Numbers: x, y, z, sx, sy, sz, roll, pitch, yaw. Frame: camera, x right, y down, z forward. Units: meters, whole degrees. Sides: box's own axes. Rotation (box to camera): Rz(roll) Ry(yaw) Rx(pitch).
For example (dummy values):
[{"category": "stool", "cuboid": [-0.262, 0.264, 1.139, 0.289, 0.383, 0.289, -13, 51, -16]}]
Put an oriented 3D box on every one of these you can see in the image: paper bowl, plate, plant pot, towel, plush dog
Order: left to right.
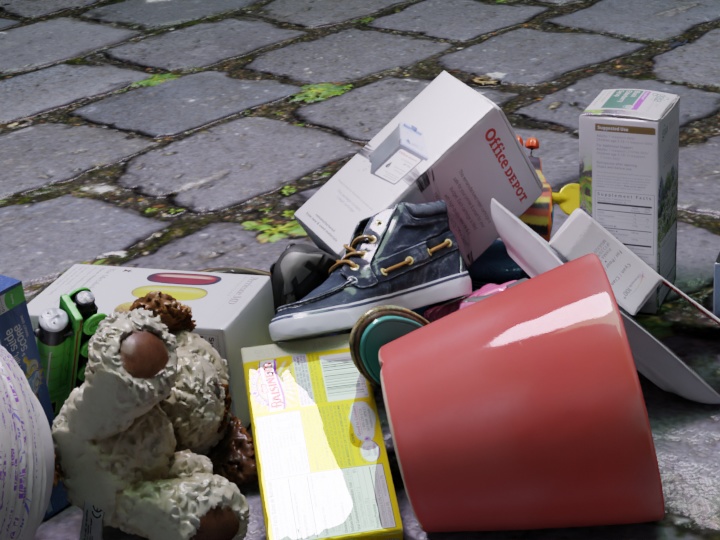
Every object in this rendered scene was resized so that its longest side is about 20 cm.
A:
[{"category": "paper bowl", "cuboid": [-0.301, 0.141, 1.052, 0.200, 0.202, 0.104, 15, 6, 39]}, {"category": "plush dog", "cuboid": [-0.159, 0.115, 1.126, 0.160, 0.201, 0.172, -16, 13, 32]}, {"category": "towel", "cuboid": [0.086, -0.005, 1.479, 0.199, 0.049, 0.112, 9, 18, 26]}, {"category": "plant pot", "cuboid": [0.114, 0.104, 1.075, 0.176, 0.202, 0.201, -14, 23, 6]}, {"category": "plate", "cuboid": [0.204, 0.032, 1.267, 0.032, 0.200, 0.200, -49, 27, 7]}]

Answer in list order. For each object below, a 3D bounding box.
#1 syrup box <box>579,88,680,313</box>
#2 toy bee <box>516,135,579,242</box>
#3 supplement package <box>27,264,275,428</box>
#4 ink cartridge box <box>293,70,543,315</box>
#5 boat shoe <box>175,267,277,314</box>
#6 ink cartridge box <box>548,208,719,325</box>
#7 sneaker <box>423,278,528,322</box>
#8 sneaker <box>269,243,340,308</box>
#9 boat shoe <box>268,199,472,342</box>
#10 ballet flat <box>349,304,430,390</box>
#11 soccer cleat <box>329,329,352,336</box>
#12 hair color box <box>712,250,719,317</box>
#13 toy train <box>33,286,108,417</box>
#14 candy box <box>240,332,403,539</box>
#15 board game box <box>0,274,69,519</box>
[{"category": "syrup box", "cuboid": [0.259, -0.067, 1.402, 0.081, 0.201, 0.079, 6, 26, 24]}, {"category": "toy bee", "cuboid": [0.160, -0.085, 1.505, 0.130, 0.110, 0.200, 3, 7, -24]}, {"category": "supplement package", "cuboid": [-0.184, 0.069, 1.292, 0.199, 0.110, 0.114, 3, 25, 18]}, {"category": "ink cartridge box", "cuboid": [0.058, -0.063, 1.367, 0.200, 0.147, 0.086, -45, 49, -6]}, {"category": "boat shoe", "cuboid": [-0.177, 0.030, 1.431, 0.199, 0.076, 0.074, -8, 20, -8]}, {"category": "ink cartridge box", "cuboid": [0.249, 0.016, 1.277, 0.176, 0.045, 0.200, 40, 7, 7]}, {"category": "sneaker", "cuboid": [0.116, 0.063, 1.297, 0.079, 0.096, 0.200, -24, 2, -9]}, {"category": "sneaker", "cuboid": [-0.056, 0.013, 1.327, 0.075, 0.200, 0.079, -45, 72, -6]}, {"category": "boat shoe", "cuboid": [0.000, 0.000, 1.241, 0.199, 0.091, 0.071, -15, -2, -32]}, {"category": "ballet flat", "cuboid": [0.045, 0.070, 1.187, 0.070, 0.071, 0.200, 21, -7, 45]}, {"category": "soccer cleat", "cuboid": [-0.033, 0.111, 1.252, 0.084, 0.065, 0.201, -36, 18, 30]}, {"category": "hair color box", "cuboid": [0.413, -0.017, 1.432, 0.098, 0.061, 0.200, 5, 25, 22]}, {"category": "toy train", "cuboid": [-0.242, 0.088, 1.179, 0.056, 0.201, 0.042, -21, 58, -30]}, {"category": "candy box", "cuboid": [-0.033, 0.134, 1.132, 0.101, 0.027, 0.201, -9, 46, -3]}, {"category": "board game box", "cuboid": [-0.302, 0.089, 1.156, 0.135, 0.201, 0.034, 13, 33, 37]}]
